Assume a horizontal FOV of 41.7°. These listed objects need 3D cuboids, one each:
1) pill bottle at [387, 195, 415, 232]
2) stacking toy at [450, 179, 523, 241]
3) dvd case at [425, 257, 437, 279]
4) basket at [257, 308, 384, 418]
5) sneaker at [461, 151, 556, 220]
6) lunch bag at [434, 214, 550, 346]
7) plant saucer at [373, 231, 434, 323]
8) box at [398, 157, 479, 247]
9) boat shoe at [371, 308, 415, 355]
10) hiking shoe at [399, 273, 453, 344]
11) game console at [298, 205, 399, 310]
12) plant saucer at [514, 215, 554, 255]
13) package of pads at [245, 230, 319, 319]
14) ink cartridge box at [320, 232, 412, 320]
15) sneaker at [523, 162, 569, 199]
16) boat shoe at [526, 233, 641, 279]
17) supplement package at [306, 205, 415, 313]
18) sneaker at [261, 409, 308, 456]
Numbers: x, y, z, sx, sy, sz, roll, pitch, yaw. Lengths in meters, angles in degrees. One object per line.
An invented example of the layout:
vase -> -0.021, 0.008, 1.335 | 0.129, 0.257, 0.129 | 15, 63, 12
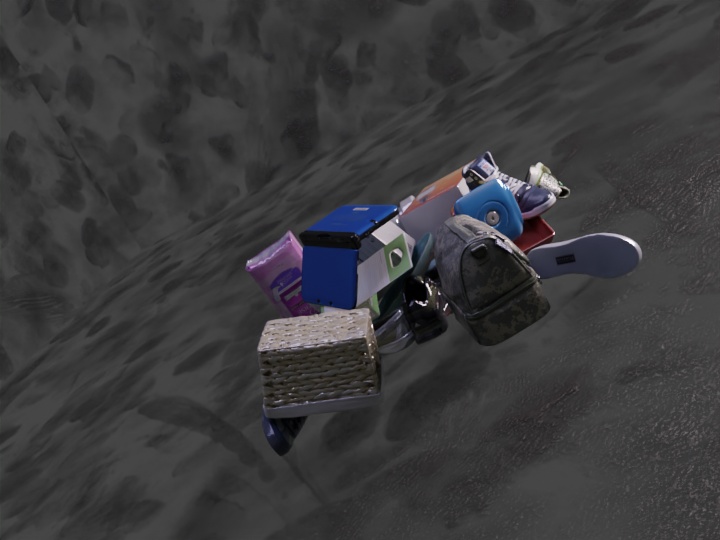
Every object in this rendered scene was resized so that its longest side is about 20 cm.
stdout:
pill bottle -> 0.053, -0.073, 2.077 | 0.198, 0.110, 0.110 | -32, 15, 13
stacking toy -> 0.210, -0.101, 1.743 | 0.108, 0.118, 0.200 | -29, 11, -8
dvd case -> 0.205, -0.027, 1.839 | 0.198, 0.022, 0.146 | -33, 16, -6
basket -> -0.064, 0.147, 1.541 | 0.196, 0.126, 0.136 | -7, 20, 5
sneaker -> 0.266, -0.159, 1.751 | 0.070, 0.110, 0.198 | -42, 28, -25
lunch bag -> 0.194, 0.004, 1.503 | 0.138, 0.169, 0.200 | -32, 16, 0
plant saucer -> 0.087, 0.020, 1.785 | 0.202, 0.027, 0.200 | -58, 5, 9
box -> 0.190, -0.129, 1.965 | 0.151, 0.107, 0.200 | -27, 11, 27
boat shoe -> 0.011, 0.121, 1.691 | 0.200, 0.065, 0.075 | -19, 21, 39
hiking shoe -> 0.122, 0.039, 1.656 | 0.075, 0.102, 0.201 | -23, 18, 24
game console -> -0.022, -0.029, 1.723 | 0.170, 0.120, 0.199 | -35, 21, -26
plant saucer -> 0.243, -0.044, 1.735 | 0.197, 0.037, 0.201 | -29, 25, 3
package of pads -> -0.142, 0.031, 1.997 | 0.119, 0.201, 0.076 | -33, 21, 7
ink cartridge box -> 0.017, 0.031, 1.709 | 0.198, 0.048, 0.146 | -33, 25, 12
sneaker -> 0.368, -0.160, 1.867 | 0.078, 0.087, 0.200 | -68, -12, 16
boat shoe -> 0.354, -0.022, 1.478 | 0.198, 0.071, 0.066 | -12, 7, 45
supplement package -> 0.000, 0.000, 1.852 | 0.201, 0.119, 0.122 | -50, 8, 24
sneaker -> -0.113, 0.233, 1.586 | 0.081, 0.071, 0.201 | -30, 18, 12
